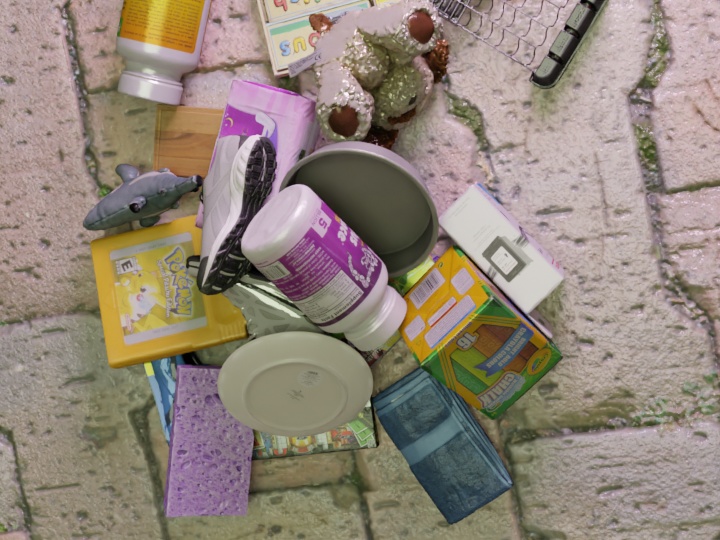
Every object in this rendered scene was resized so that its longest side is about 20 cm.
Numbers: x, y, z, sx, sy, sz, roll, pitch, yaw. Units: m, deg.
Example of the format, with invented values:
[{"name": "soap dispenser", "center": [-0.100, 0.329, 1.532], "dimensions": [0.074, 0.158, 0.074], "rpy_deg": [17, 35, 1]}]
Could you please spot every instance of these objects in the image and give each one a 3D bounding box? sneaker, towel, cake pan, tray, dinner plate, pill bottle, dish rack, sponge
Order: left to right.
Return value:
[{"name": "pill bottle", "center": [-0.253, -0.320, 1.574], "dimensions": [0.110, 0.111, 0.202], "rpy_deg": [14, 98, 9]}, {"name": "sneaker", "center": [-0.229, 0.175, 1.641], "dimensions": [0.078, 0.066, 0.202], "rpy_deg": [-17, 92, 13]}, {"name": "sponge", "center": [-0.196, 0.226, 1.614], "dimensions": [0.110, 0.030, 0.202], "rpy_deg": [4, 97, -18]}, {"name": "sneaker", "center": [-0.162, -0.068, 1.484], "dimensions": [0.079, 0.074, 0.202], "rpy_deg": [14, 88, 31]}, {"name": "tray", "center": [-0.173, -0.162, 1.614], "dimensions": [0.198, 0.037, 0.100], "rpy_deg": [6, 96, 11]}, {"name": "sneaker", "center": [-0.141, 0.057, 1.545], "dimensions": [0.199, 0.076, 0.116], "rpy_deg": [20, 97, 8]}, {"name": "dinner plate", "center": [-0.082, 0.153, 1.550], "dimensions": [0.198, 0.024, 0.201], "rpy_deg": [-3, 133, -3]}, {"name": "pill bottle", "center": [-0.038, 0.002, 1.451], "dimensions": [0.112, 0.113, 0.200], "rpy_deg": [-40, 114, 11]}, {"name": "cake pan", "center": [0.000, -0.075, 1.472], "dimensions": [0.198, 0.037, 0.202], "rpy_deg": [9, 134, 10]}, {"name": "towel", "center": [0.106, 0.225, 1.593], "dimensions": [0.111, 0.049, 0.201], "rpy_deg": [-34, 89, 13]}, {"name": "dish rack", "center": [0.192, -0.339, 1.520], "dimensions": [0.199, 0.055, 0.154], "rpy_deg": [33, 99, 8]}]

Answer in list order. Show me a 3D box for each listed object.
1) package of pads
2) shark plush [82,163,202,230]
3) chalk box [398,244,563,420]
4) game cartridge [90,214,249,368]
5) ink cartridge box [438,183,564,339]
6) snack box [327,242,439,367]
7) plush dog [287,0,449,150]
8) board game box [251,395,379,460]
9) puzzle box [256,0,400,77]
[{"name": "package of pads", "center": [-0.128, -0.131, 1.544], "dimensions": [0.119, 0.076, 0.202], "rpy_deg": [17, 95, 19]}, {"name": "shark plush", "center": [-0.271, -0.084, 1.581], "dimensions": [0.198, 0.083, 0.092], "rpy_deg": [2, 115, 36]}, {"name": "chalk box", "center": [0.155, 0.089, 1.511], "dimensions": [0.124, 0.124, 0.200], "rpy_deg": [-45, 126, 12]}, {"name": "game cartridge", "center": [-0.249, 0.022, 1.616], "dimensions": [0.198, 0.032, 0.178], "rpy_deg": [-14, 77, 6]}, {"name": "ink cartridge box", "center": [0.190, -0.015, 1.520], "dimensions": [0.067, 0.116, 0.200], "rpy_deg": [-45, 87, 10]}, {"name": "snack box", "center": [0.000, 0.000, 1.581], "dimensions": [0.200, 0.068, 0.169], "rpy_deg": [46, 102, 5]}, {"name": "plush dog", "center": [0.022, -0.239, 1.510], "dimensions": [0.201, 0.172, 0.160], "rpy_deg": [-52, 47, 2]}, {"name": "board game box", "center": [-0.079, 0.195, 1.638], "dimensions": [0.198, 0.023, 0.106], "rpy_deg": [-8, 92, 11]}, {"name": "puzzle box", "center": [-0.032, -0.337, 1.575], "dimensions": [0.198, 0.025, 0.134], "rpy_deg": [-14, 94, 11]}]
